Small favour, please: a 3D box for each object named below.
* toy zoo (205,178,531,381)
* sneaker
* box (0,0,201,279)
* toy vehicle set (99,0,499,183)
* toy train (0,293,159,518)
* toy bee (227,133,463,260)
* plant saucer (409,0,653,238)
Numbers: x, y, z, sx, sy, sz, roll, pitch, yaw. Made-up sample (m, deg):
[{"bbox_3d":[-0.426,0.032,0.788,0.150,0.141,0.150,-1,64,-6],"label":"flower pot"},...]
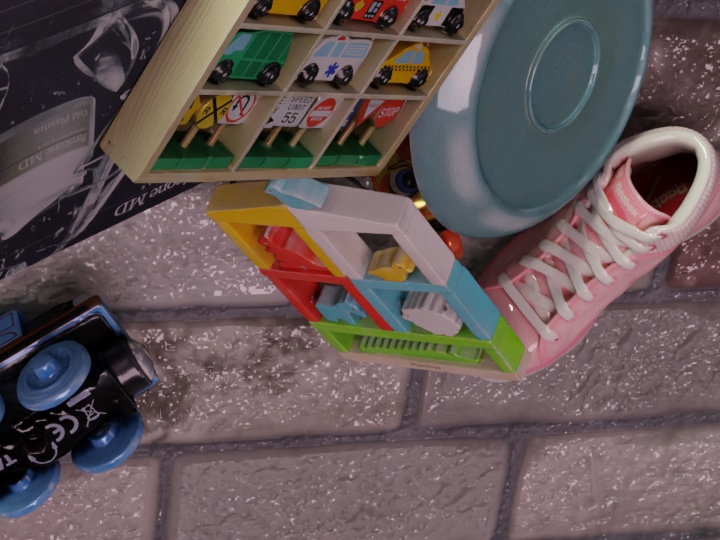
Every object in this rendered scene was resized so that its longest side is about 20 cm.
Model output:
[{"bbox_3d":[0.000,0.000,1.101,0.200,0.131,0.020,49,56,-46],"label":"toy zoo"},{"bbox_3d":[0.133,-0.015,1.153,0.200,0.075,0.105,-38,166,1],"label":"sneaker"},{"bbox_3d":[-0.145,-0.111,0.841,0.200,0.124,0.197,-29,155,-36],"label":"box"},{"bbox_3d":[-0.019,-0.097,0.888,0.200,0.027,0.124,-7,136,-58],"label":"toy vehicle set"},{"bbox_3d":[-0.210,0.083,1.106,0.200,0.114,0.087,-31,128,3],"label":"toy train"},{"bbox_3d":[0.046,-0.063,1.100,0.200,0.109,0.131,-40,162,17],"label":"toy bee"},{"bbox_3d":[0.101,-0.107,1.046,0.200,0.027,0.200,-30,133,-39],"label":"plant saucer"}]
